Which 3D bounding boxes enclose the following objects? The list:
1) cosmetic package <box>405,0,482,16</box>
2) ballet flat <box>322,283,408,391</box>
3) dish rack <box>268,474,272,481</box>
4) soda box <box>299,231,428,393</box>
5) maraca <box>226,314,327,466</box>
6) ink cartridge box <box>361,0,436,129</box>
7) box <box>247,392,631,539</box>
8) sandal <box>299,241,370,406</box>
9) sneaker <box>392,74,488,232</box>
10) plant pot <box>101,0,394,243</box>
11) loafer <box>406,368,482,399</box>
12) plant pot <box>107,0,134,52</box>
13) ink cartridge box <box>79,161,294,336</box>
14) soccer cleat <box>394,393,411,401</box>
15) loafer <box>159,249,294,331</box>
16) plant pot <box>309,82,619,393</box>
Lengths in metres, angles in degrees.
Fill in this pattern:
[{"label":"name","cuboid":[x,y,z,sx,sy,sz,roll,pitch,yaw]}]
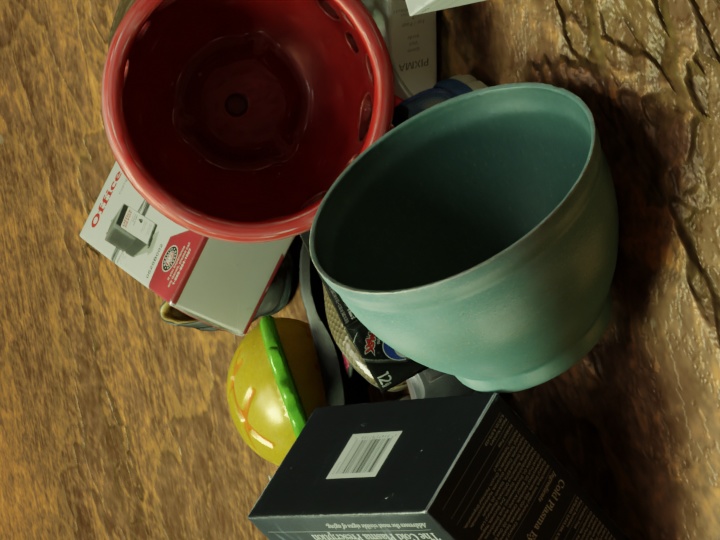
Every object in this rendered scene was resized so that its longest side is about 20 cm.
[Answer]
[{"label":"cosmetic package","cuboid":[0.047,-0.275,1.521,0.051,0.082,0.200,-27,78,66]},{"label":"ballet flat","cuboid":[0.000,0.000,1.784,0.046,0.067,0.200,113,142,-59]},{"label":"dish rack","cuboid":[-0.026,0.259,1.934,0.200,0.043,0.172,83,166,-73]},{"label":"soda box","cuboid":[0.005,0.001,1.663,0.071,0.063,0.200,60,-178,-33]},{"label":"maraca","cuboid":[-0.054,0.105,1.866,0.200,0.107,0.137,-117,5,-82]},{"label":"ink cartridge box","cuboid":[0.001,-0.160,1.716,0.161,0.050,0.200,37,133,53]},{"label":"box","cuboid":[0.060,0.184,1.568,0.182,0.104,0.200,46,149,-24]},{"label":"sandal","cuboid":[-0.005,0.060,1.826,0.045,0.075,0.200,-16,78,26]},{"label":"sneaker","cuboid":[0.058,-0.032,1.614,0.079,0.089,0.200,7,110,64]},{"label":"plant pot","cuboid":[-0.080,-0.120,1.626,0.182,0.200,0.201,-166,62,-87]},{"label":"loafer","cuboid":[0.069,0.096,1.706,0.063,0.072,0.200,39,-150,-72]},{"label":"plant pot","cuboid":[-0.140,-0.183,1.849,0.201,0.093,0.201,-26,58,49]},{"label":"ink cartridge box","cuboid":[-0.141,-0.050,1.947,0.200,0.083,0.147,30,95,56]},{"label":"soccer cleat","cuboid":[0.037,0.185,1.808,0.073,0.068,0.200,41,142,28]},{"label":"loafer","cuboid":[-0.115,0.015,2.011,0.200,0.072,0.073,-44,62,60]},{"label":"plant pot","cuboid":[0.085,-0.006,1.489,0.200,0.200,0.134,32,157,55]}]
